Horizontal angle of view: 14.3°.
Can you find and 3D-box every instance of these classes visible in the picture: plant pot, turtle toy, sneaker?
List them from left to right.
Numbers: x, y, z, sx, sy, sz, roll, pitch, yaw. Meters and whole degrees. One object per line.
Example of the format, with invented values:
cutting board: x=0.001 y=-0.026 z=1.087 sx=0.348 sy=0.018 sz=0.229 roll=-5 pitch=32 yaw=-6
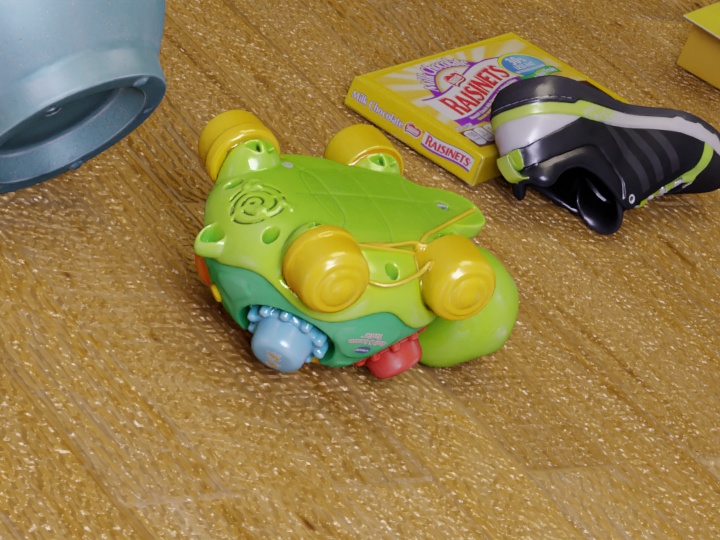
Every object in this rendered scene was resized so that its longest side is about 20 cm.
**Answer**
plant pot: x=-0.181 y=-0.123 z=1.480 sx=0.200 sy=0.200 sz=0.134 roll=-13 pitch=70 yaw=-50
turtle toy: x=0.000 y=0.000 z=1.460 sx=0.200 sy=0.101 sz=0.146 roll=5 pitch=31 yaw=-33
sneaker: x=0.151 y=-0.057 z=1.757 sx=0.200 sy=0.072 sz=0.083 roll=12 pitch=65 yaw=-39

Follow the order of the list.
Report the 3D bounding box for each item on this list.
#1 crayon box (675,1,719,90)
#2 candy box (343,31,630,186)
crayon box: x=0.312 y=-0.149 z=2.055 sx=0.127 sy=0.051 sz=0.200 roll=34 pitch=27 yaw=22
candy box: x=0.083 y=-0.105 z=1.815 sx=0.102 sy=0.026 sz=0.200 roll=31 pitch=27 yaw=22
